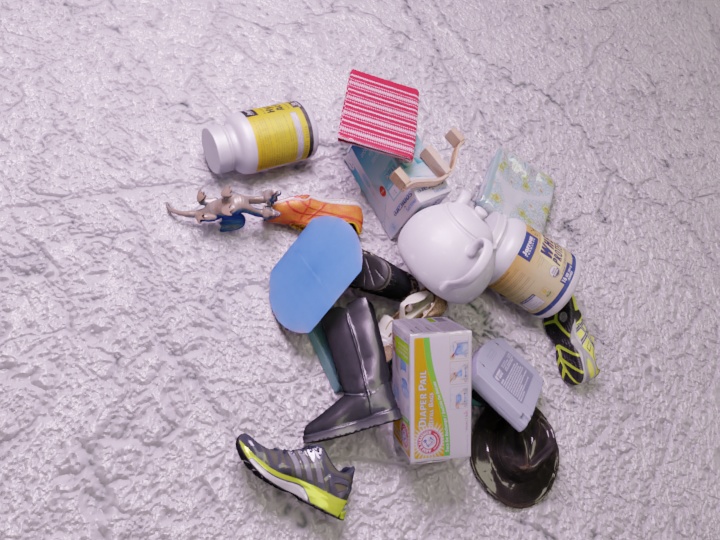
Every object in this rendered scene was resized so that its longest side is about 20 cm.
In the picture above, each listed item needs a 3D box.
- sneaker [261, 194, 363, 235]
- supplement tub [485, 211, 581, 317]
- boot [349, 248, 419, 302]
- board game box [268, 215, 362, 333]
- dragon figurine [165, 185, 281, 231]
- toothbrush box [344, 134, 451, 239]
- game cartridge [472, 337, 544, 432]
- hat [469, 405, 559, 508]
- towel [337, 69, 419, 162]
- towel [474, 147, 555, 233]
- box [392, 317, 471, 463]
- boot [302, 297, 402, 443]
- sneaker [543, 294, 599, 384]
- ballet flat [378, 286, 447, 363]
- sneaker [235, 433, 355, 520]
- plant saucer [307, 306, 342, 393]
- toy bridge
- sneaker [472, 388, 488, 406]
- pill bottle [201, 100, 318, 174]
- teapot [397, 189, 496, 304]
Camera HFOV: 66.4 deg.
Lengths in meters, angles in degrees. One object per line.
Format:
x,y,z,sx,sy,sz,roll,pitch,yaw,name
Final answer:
-0.084,-0.094,1.014,0.196,0.073,0.079,1,77,-18,sneaker
0.320,-0.013,1.101,0.198,0.145,0.146,31,58,-6,supplement tub
0.000,0.002,0.996,0.153,0.202,0.075,24,87,-54,boot
-0.070,0.008,0.927,0.039,0.201,0.158,29,15,-50,board game box
-0.233,-0.103,0.949,0.197,0.099,0.060,-11,78,20,dragon figurine
0.068,-0.188,1.078,0.084,0.147,0.202,-24,77,-29,toothbrush box
0.258,0.192,0.982,0.133,0.041,0.199,47,26,11,game cartridge
0.293,0.311,0.970,0.197,0.081,0.204,10,63,-19,hat
0.036,-0.287,1.010,0.142,0.023,0.203,14,54,-8,towel
0.355,-0.172,1.250,0.170,0.048,0.202,31,58,-6,towel
0.111,0.187,0.880,0.099,0.112,0.204,-2,97,-12,box
-0.034,0.161,0.891,0.162,0.066,0.203,-15,72,-2,boot
0.434,0.130,1.131,0.075,0.075,0.204,2,75,-30,sneaker
0.068,0.091,0.955,0.199,0.070,0.066,-39,127,-22,ballet flat
-0.095,0.290,0.820,0.199,0.074,0.082,34,64,-13,sneaker
-0.057,0.107,0.958,0.069,0.019,0.202,-19,74,-29,plant saucer
0.138,-0.197,1.010,0.067,0.027,0.199,49,57,2,toy bridge
0.158,0.164,0.991,0.198,0.075,0.088,32,53,-5,sneaker
-0.185,-0.242,1.017,0.198,0.111,0.112,-22,76,-30,pill bottle
0.170,-0.048,0.970,0.196,0.147,0.201,1,45,-52,teapot
